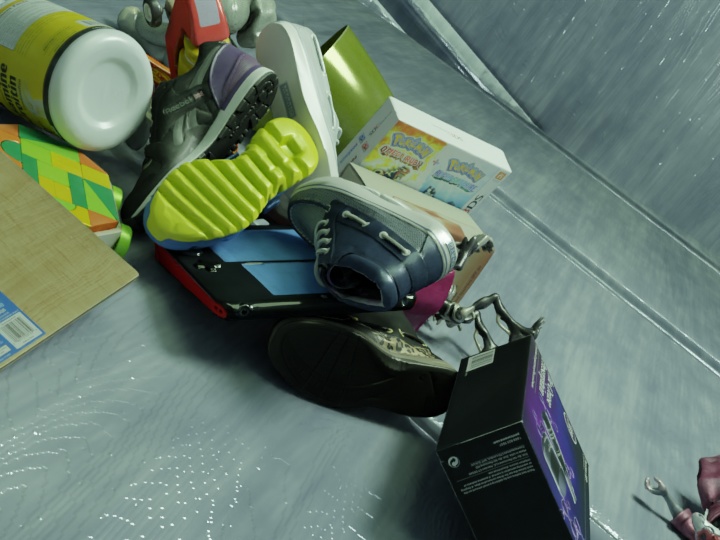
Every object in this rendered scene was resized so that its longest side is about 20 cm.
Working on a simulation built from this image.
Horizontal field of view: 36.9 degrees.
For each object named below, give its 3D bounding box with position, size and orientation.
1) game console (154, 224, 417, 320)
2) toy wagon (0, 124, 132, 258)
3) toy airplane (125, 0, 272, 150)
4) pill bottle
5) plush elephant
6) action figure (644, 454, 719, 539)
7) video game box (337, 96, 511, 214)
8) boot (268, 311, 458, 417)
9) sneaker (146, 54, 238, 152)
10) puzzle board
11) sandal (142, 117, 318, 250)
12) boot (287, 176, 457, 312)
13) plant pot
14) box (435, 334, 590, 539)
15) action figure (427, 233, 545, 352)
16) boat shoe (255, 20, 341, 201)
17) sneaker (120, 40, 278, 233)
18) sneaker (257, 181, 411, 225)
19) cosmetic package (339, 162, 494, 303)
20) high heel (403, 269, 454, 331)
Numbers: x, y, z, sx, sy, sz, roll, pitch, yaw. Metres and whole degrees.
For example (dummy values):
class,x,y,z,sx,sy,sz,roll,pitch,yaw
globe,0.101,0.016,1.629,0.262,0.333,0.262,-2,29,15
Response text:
class,x,y,z,sx,sy,sz,roll,pitch,yaw
game console,-0.072,-0.002,0.969,0.197,0.032,0.176,-2,20,-33
toy wagon,-0.278,-0.081,0.933,0.154,0.040,0.201,23,23,-31
toy airplane,-0.161,-0.177,1.119,0.198,0.201,0.141,32,11,-49
pill bottle,-0.296,-0.194,1.024,0.199,0.114,0.111,27,12,36
plush elephant,-0.210,-0.337,1.464,0.163,0.156,0.200,16,26,-42
action figure,0.396,0.274,1.172,0.199,0.132,0.151,-26,104,-54
video game box,0.056,-0.103,1.314,0.198,0.182,0.047,18,37,-38
boot,-0.013,0.057,0.996,0.198,0.074,0.151,16,22,-29
sneaker,-0.216,-0.201,1.272,0.199,0.073,0.077,41,10,9
puzzle board,-0.267,-0.005,0.758,0.150,0.017,0.200,41,31,3
sandal,-0.122,-0.066,0.991,0.199,0.087,0.080,-32,84,-44
boot,-0.017,-0.025,0.937,0.090,0.074,0.198,-31,33,-35
plant pot,-0.016,-0.187,1.446,0.200,0.187,0.188,45,17,-13
box,0.134,0.159,0.903,0.200,0.078,0.143,-56,125,-71
action figure,0.104,0.021,1.213,0.199,0.119,0.102,40,49,-5
boat shoe,-0.051,-0.148,1.081,0.068,0.071,0.203,-14,85,-50
sneaker,-0.170,-0.128,1.018,0.087,0.201,0.076,35,-13,13
sneaker,-0.042,-0.054,1.136,0.197,0.083,0.077,11,-4,12
cosmetic package,0.049,-0.036,1.269,0.198,0.104,0.088,17,26,-37
high heel,0.000,0.000,1.111,0.198,0.096,0.068,29,20,-17
